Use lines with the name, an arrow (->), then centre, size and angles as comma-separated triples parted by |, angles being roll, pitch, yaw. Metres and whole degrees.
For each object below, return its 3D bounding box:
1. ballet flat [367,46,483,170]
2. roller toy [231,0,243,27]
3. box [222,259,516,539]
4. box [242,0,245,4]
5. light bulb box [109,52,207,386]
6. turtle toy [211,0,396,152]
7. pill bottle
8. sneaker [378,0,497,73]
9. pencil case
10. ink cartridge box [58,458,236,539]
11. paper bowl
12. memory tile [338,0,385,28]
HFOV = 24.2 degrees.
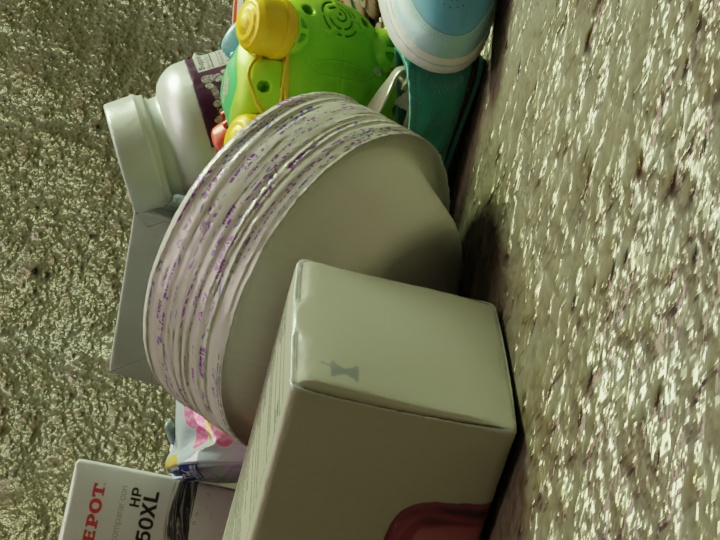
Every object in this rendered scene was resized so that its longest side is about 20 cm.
ballet flat -> 0.022, -0.053, 1.073 | 0.067, 0.070, 0.201 | -123, 45, -79
roller toy -> -0.042, -0.268, 1.657 | 0.200, 0.139, 0.184 | 164, 112, -73
box -> -0.004, 0.118, 0.839 | 0.128, 0.108, 0.201 | -91, 16, -62
box -> -0.077, -0.157, 1.513 | 0.201, 0.044, 0.161 | 104, 158, -43
light bulb box -> -0.116, -0.033, 1.386 | 0.199, 0.124, 0.201 | 108, 177, -46
turtle toy -> -0.041, -0.091, 1.115 | 0.101, 0.145, 0.201 | 6, 89, 54
pill bottle -> -0.082, -0.110, 1.234 | 0.112, 0.199, 0.113 | 163, 90, -84
sneaker -> 0.064, -0.230, 1.023 | 0.131, 0.079, 0.201 | 114, 165, -61
pencil case -> -0.094, 0.052, 1.188 | 0.090, 0.083, 0.201 | -13, 70, 43
ink cartridge box -> -0.125, 0.227, 1.215 | 0.084, 0.199, 0.146 | 128, 153, -76
paper bowl -> -0.019, 0.009, 0.947 | 0.200, 0.104, 0.201 | -38, -36, -34
memory tile -> 0.016, -0.157, 1.245 | 0.200, 0.017, 0.154 | 167, 87, -82
